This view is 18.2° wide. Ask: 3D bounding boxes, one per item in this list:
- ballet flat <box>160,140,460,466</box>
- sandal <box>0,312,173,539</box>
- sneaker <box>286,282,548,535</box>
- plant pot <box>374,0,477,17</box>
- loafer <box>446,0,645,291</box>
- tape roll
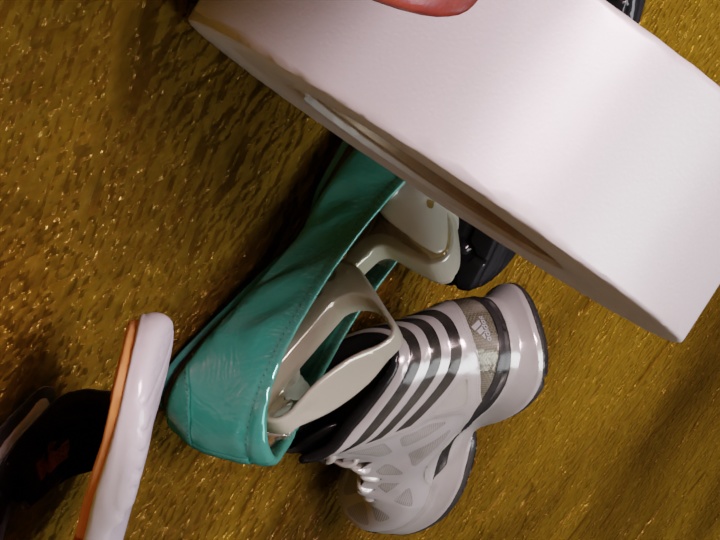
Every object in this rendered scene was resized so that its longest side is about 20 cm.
[{"bbox_3d":[0.000,0.000,0.934,0.200,0.070,0.067,-53,159,-11],"label":"ballet flat"},{"bbox_3d":[-0.108,0.071,0.806,0.207,0.059,0.079,111,-7,-54],"label":"sandal"},{"bbox_3d":[-0.001,0.071,1.073,0.115,0.076,0.201,-6,152,-26],"label":"sneaker"},{"bbox_3d":[0.019,-0.184,0.560,0.195,0.201,0.201,-54,161,19],"label":"plant pot"},{"bbox_3d":[0.077,-0.080,1.004,0.070,0.068,0.201,-42,161,-51],"label":"loafer"},{"bbox_3d":[0.042,-0.059,0.759,0.071,0.202,0.202,-56,160,0],"label":"tape roll"}]
